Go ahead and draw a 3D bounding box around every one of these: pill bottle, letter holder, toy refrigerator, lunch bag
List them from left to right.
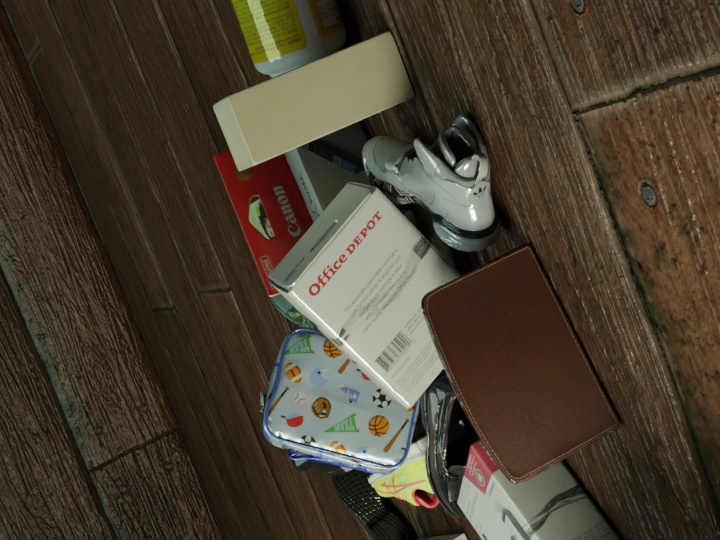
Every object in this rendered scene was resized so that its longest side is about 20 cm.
[{"bbox_3d":[-0.082,-0.291,1.435,0.114,0.113,0.203,10,121,66],"label":"pill bottle"},{"bbox_3d":[-0.050,-0.179,1.353,0.077,0.198,0.070,67,160,-7],"label":"toy refrigerator"},{"bbox_3d":[-0.026,0.165,1.576,0.076,0.197,0.163,118,167,-77],"label":"lunch bag"},{"bbox_3d":[0.140,0.102,1.270,0.202,0.141,0.101,63,160,6],"label":"letter holder"}]

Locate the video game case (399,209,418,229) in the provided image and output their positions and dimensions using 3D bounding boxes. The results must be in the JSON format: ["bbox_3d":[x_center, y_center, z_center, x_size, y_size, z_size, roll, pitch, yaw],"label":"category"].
[{"bbox_3d":[0.049,0.017,1.582,0.181,0.023,0.203,15,127,65],"label":"video game case"}]

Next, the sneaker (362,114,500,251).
[{"bbox_3d":[0.071,-0.114,1.310,0.200,0.074,0.116,42,149,39],"label":"sneaker"}]

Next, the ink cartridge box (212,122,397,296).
[{"bbox_3d":[-0.056,-0.083,1.470,0.202,0.174,0.045,66,156,23],"label":"ink cartridge box"}]

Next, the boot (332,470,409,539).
[{"bbox_3d":[0.018,0.403,2.033,0.201,0.067,0.132,54,162,34],"label":"boot"}]

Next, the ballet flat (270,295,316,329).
[{"bbox_3d":[-0.060,0.065,1.864,0.200,0.068,0.072,48,136,32],"label":"ballet flat"}]

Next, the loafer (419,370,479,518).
[{"bbox_3d":[0.119,0.223,1.569,0.063,0.071,0.203,20,128,57],"label":"loafer"}]

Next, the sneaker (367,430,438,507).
[{"bbox_3d":[0.070,0.292,1.759,0.091,0.078,0.200,54,160,10],"label":"sneaker"}]

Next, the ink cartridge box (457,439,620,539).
[{"bbox_3d":[0.199,0.286,1.413,0.201,0.084,0.147,52,156,29],"label":"ink cartridge box"}]

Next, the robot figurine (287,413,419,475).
[{"bbox_3d":[-0.012,0.197,1.702,0.125,0.199,0.151,48,-152,-15],"label":"robot figurine"}]

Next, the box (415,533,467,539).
[{"bbox_3d":[0.134,0.459,1.831,0.158,0.041,0.200,64,161,6],"label":"box"}]

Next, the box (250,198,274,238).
[{"bbox_3d":[-0.126,-0.076,1.880,0.076,0.050,0.200,66,161,-1],"label":"box"}]

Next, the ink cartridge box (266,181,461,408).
[{"bbox_3d":[0.020,0.025,1.379,0.200,0.147,0.083,45,172,-23],"label":"ink cartridge box"}]
